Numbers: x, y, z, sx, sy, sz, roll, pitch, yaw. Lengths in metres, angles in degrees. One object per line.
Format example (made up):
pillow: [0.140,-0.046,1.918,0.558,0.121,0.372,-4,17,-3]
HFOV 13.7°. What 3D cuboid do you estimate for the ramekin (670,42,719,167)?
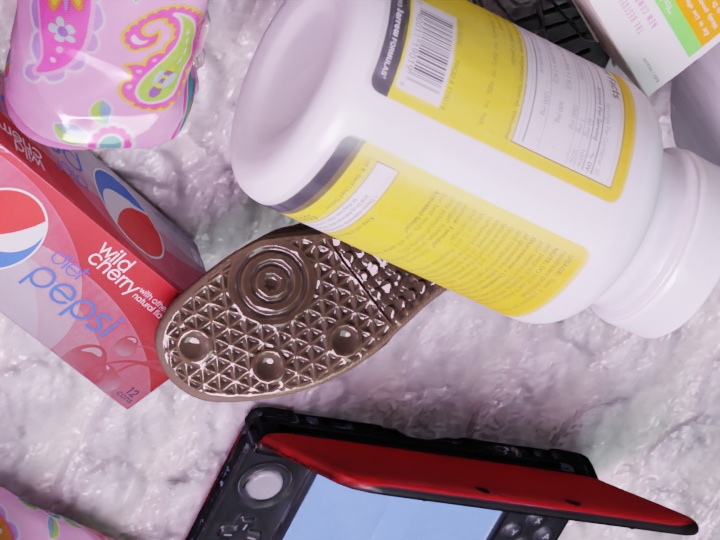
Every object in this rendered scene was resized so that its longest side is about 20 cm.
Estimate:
ramekin: [0.237,-0.073,1.350,0.200,0.098,0.201,-12,129,-15]

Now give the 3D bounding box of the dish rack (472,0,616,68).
dish rack: [0.040,-0.124,1.312,0.153,0.055,0.200,-18,133,-3]

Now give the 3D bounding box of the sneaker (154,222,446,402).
sneaker: [0.000,0.000,1.348,0.200,0.076,0.071,-28,93,-7]

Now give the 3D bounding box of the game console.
game console: [0.035,0.140,1.494,0.200,0.119,0.173,10,125,-27]

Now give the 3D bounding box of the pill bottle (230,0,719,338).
pill bottle: [0.055,-0.045,1.253,0.200,0.112,0.112,25,118,-23]

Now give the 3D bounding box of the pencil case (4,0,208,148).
pencil case: [-0.090,-0.142,1.218,0.087,0.088,0.200,0,129,-20]

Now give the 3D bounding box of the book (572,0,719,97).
book: [0.164,-0.184,1.255,0.200,0.048,0.134,-36,133,0]

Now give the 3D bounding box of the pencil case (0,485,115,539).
pencil case: [-0.166,0.154,1.459,0.200,0.088,0.087,28,116,-37]

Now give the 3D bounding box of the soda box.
soda box: [-0.146,-0.024,1.318,0.063,0.070,0.200,-36,133,13]
